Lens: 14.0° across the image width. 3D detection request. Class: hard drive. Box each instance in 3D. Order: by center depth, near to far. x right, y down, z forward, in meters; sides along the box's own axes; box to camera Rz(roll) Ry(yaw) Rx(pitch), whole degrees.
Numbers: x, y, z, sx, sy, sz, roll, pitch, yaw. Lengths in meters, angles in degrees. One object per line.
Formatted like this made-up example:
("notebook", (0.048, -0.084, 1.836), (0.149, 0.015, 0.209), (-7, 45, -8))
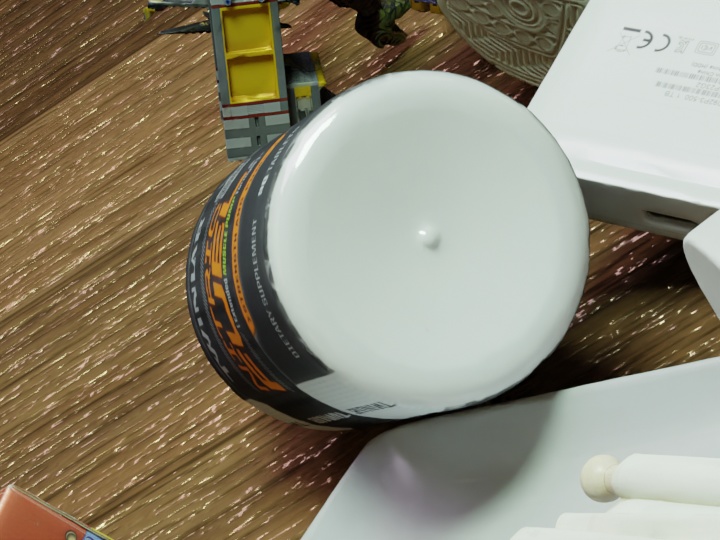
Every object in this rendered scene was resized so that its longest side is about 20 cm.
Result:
("hard drive", (0.147, -0.095, 0.991), (0.131, 0.026, 0.200), (14, 60, 33))

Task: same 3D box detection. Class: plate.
("plate", (0.035, 0.109, 0.847), (0.199, 0.032, 0.200), (-16, 31, 44))

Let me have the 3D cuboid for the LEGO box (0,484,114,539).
("LEGO box", (-0.128, 0.163, 0.776), (0.200, 0.077, 0.149), (-35, 28, 52))

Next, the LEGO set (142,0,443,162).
("LEGO set", (-0.010, -0.116, 1.308), (0.153, 0.116, 0.200), (-10, 23, -11))

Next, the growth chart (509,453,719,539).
("growth chart", (0.045, 0.116, 0.752), (0.200, 0.018, 0.145), (-46, 25, -17))

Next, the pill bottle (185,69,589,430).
("pill bottle", (0.000, 0.000, 0.987), (0.106, 0.106, 0.200), (-43, 4, -14))

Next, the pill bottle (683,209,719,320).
("pill bottle", (0.189, -0.033, 0.777), (0.200, 0.111, 0.111), (-35, 22, -1))

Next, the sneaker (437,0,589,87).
("sneaker", (0.124, -0.130, 1.120), (0.199, 0.077, 0.111), (-1, 48, 50))
